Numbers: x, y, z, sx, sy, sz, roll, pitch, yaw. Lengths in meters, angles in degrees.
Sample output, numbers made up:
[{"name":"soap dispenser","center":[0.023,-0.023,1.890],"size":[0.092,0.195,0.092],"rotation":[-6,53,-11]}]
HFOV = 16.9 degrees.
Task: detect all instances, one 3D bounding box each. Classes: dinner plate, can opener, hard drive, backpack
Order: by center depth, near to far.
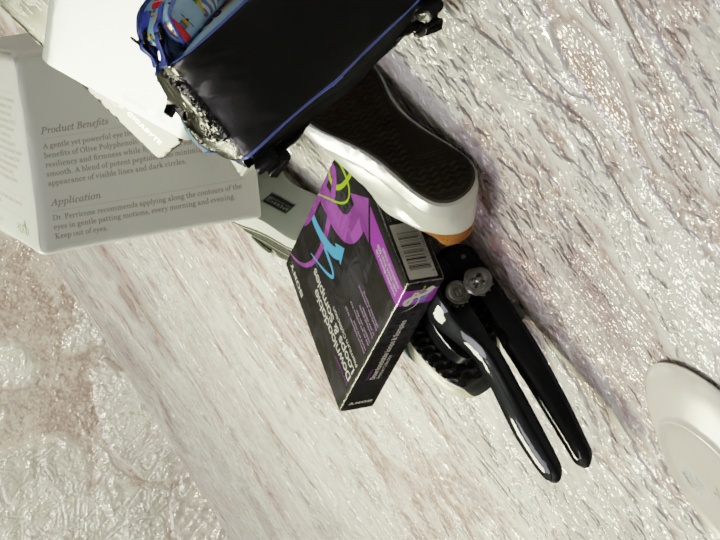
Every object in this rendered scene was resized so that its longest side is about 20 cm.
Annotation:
[{"name":"backpack","center":[-0.060,-0.160,1.590],"size":[0.135,0.183,0.200],"rotation":[49,173,-11]},{"name":"dinner plate","center":[0.250,0.148,1.622],"size":[0.200,0.024,0.200],"rotation":[51,167,17]},{"name":"hard drive","center":[-0.157,-0.193,1.712],"size":[0.132,0.026,0.200],"rotation":[29,141,11]},{"name":"can opener","center":[0.110,0.067,1.807],"size":[0.200,0.063,0.079],"rotation":[53,169,18]}]

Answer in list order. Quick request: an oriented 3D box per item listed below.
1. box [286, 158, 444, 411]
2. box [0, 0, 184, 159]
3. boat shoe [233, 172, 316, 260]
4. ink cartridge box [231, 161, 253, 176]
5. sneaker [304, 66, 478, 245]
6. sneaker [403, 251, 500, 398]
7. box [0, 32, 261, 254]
[{"name":"box","center":[0.000,0.000,1.868],"size":[0.200,0.036,0.143],"rotation":[115,140,-55]},{"name":"box","center":[-0.161,-0.198,1.768],"size":[0.200,0.050,0.198],"rotation":[44,141,-9]},{"name":"boat shoe","center":[-0.073,-0.044,2.158],"size":[0.200,0.071,0.064],"rotation":[36,156,50]},{"name":"ink cartridge box","center":[-0.111,-0.189,1.898],"size":[0.200,0.083,0.145],"rotation":[54,166,2]},{"name":"sneaker","center":[0.008,-0.087,1.762],"size":[0.200,0.073,0.085],"rotation":[46,162,28]},{"name":"sneaker","center":[0.057,0.041,1.931],"size":[0.200,0.070,0.093],"rotation":[50,169,38]},{"name":"box","center":[-0.213,-0.122,2.072],"size":[0.200,0.199,0.172],"rotation":[-157,58,-67]}]
